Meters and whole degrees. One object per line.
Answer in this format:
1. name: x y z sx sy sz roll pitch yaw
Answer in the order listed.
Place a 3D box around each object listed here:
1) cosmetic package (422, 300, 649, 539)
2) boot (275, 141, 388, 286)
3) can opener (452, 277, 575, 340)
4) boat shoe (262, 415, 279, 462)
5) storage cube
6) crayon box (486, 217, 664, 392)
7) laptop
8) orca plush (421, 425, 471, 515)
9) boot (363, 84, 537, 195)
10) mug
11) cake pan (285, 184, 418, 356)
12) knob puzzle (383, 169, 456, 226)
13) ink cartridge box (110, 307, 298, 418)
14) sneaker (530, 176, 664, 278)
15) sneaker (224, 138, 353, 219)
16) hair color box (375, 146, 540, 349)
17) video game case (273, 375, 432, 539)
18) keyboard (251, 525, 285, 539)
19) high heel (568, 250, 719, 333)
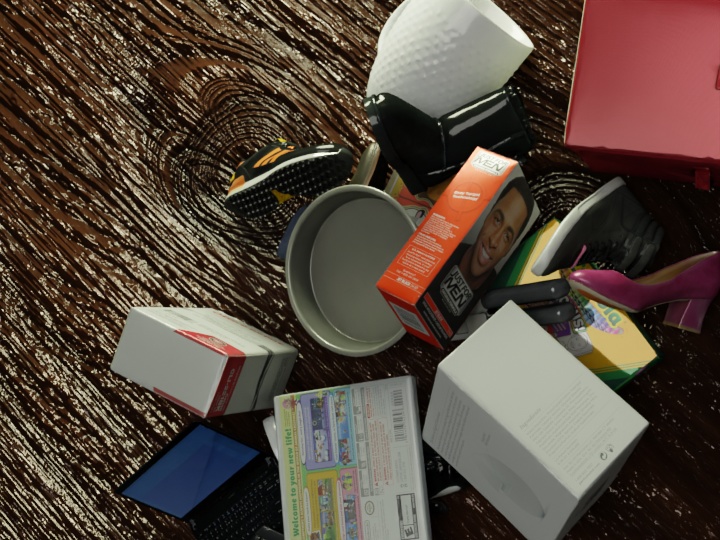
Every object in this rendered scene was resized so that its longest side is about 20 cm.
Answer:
1. cosmetic package: 0.183 0.174 1.339 0.200 0.200 0.123 42 67 18
2. boot: -0.036 -0.079 1.526 0.096 0.075 0.202 23 95 18
3. can opener: 0.148 0.049 1.382 0.199 0.067 0.054 -12 93 49
4. boat shoe: -0.049 0.258 1.509 0.066 0.070 0.201 -31 71 -3
5. storage cube: 0.336 -0.195 1.341 0.178 0.171 0.202 9 89 22
6. crayon box: 0.243 0.055 1.415 0.119 0.058 0.201 -39 73 14
7. laptop: -0.176 0.305 1.511 0.177 0.103 0.201 -41 72 29
8. orca plush: 0.097 0.243 1.447 0.198 0.071 0.106 9 89 21
9. boot: 0.105 -0.163 1.375 0.161 0.198 0.074 -21 62 12
10. mug: 0.085 -0.260 1.470 0.176 0.147 0.201 -49 43 20
11. cake pan: 0.000 0.000 1.450 0.199 0.037 0.202 1 92 33
12. knob puzzle: 0.102 -0.068 1.460 0.218 0.030 0.222 -10 68 27
13. ink cartridge box: -0.186 0.109 1.501 0.143 0.200 0.084 24 97 21
14. sneaker: 0.271 -0.027 1.355 0.099 0.200 0.071 44 137 11
15. sneaker: -0.091 -0.137 1.532 0.199 0.070 0.091 -20 51 36
16. hair color box: 0.111 -0.025 1.350 0.061 0.102 0.201 25 72 36
17. video game case: -0.011 0.236 1.443 0.180 0.022 0.202 -11 76 20
18. keyboard: -0.053 0.397 1.492 0.199 0.021 0.128 22 119 12
19. high heel: 0.315 0.002 1.335 0.067 0.199 0.097 19 92 66
